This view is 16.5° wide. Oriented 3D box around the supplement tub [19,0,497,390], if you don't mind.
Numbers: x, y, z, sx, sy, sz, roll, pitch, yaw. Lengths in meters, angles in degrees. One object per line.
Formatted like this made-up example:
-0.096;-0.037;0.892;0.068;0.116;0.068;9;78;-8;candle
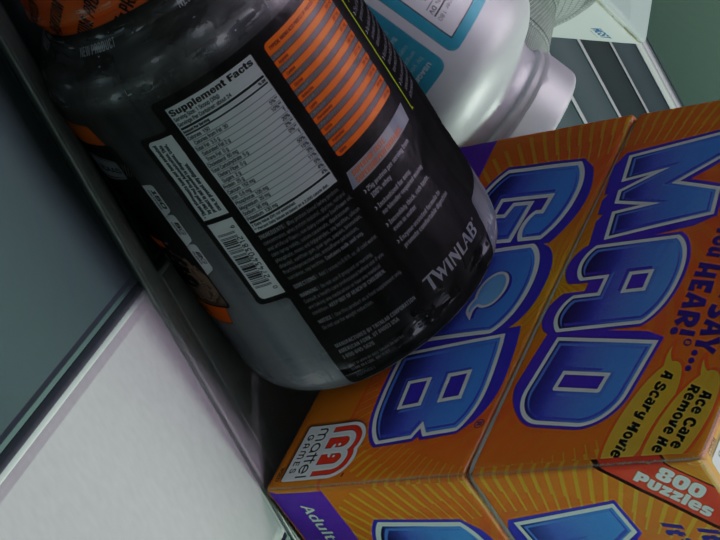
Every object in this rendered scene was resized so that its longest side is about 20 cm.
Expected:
-0.042;-0.061;0.963;0.200;0.122;0.123;56;15;-28;supplement tub

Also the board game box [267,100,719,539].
0.125;0.075;1.006;0.200;0.199;0.200;54;46;-30;board game box

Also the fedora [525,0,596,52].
0.033;-0.101;1.265;0.200;0.176;0.091;20;64;-57;fedora

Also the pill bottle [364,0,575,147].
-0.001;-0.118;1.124;0.199;0.111;0.111;36;20;-12;pill bottle

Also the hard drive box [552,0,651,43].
0.053;-0.186;1.388;0.156;0.199;0.077;22;77;-70;hard drive box
